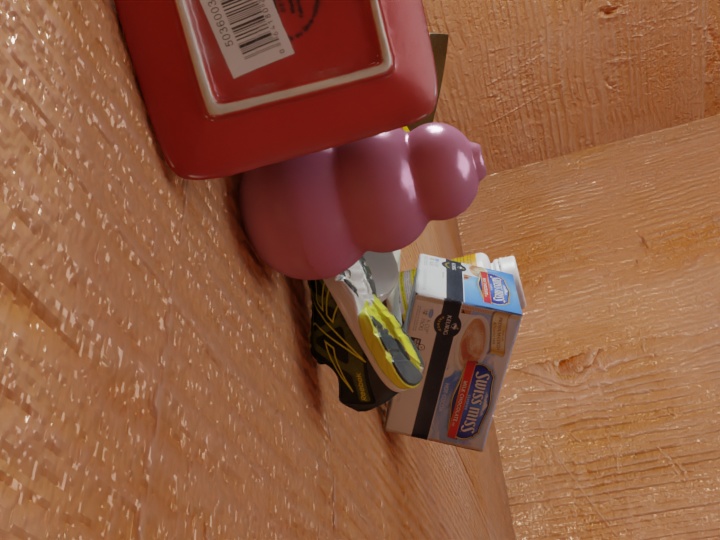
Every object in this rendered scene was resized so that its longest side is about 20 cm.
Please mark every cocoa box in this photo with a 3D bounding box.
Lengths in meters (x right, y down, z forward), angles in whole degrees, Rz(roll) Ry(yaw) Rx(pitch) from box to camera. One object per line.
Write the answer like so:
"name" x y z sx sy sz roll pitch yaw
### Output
"cocoa box" 0.116 0.103 0.978 0.134 0.130 0.201 -74 176 -68

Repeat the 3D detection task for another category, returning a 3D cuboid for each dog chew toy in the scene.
"dog chew toy" 0.004 -0.066 0.629 0.125 0.199 0.125 -14 90 -79

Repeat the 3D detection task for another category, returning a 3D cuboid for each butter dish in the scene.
"butter dish" -0.068 -0.182 0.549 0.148 0.198 0.201 -153 -133 -74

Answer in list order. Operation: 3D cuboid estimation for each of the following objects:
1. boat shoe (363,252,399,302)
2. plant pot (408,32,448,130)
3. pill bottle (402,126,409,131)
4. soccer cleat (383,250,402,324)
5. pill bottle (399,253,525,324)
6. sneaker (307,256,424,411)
"boat shoe" 0.000 0.000 0.855 0.200 0.070 0.064 -85 -164 -65
"plant pot" 0.041 -0.259 1.182 0.186 0.185 0.202 -59 150 -74
"pill bottle" 0.000 -0.136 0.832 0.200 0.109 0.110 53 22 -32
"soccer cleat" 0.017 0.007 0.962 0.078 0.069 0.202 29 51 -71
"pill bottle" 0.140 0.039 1.141 0.109 0.199 0.110 -14 90 -78
"sneaker" -0.024 0.042 0.717 0.074 0.085 0.201 14 39 -55
